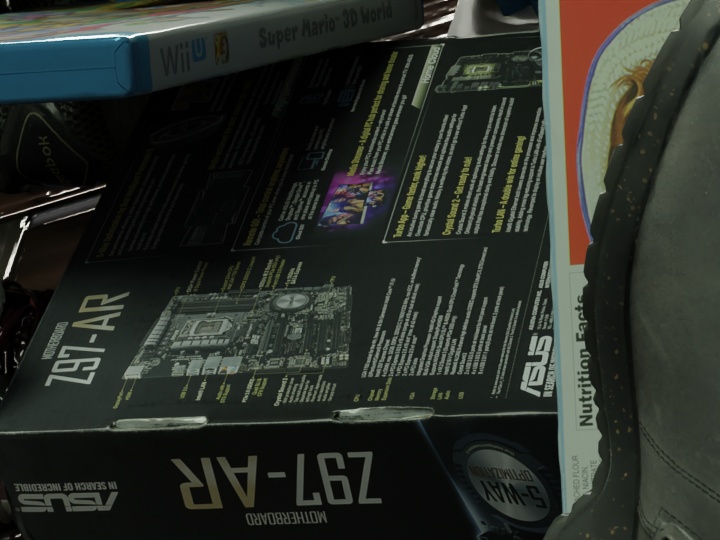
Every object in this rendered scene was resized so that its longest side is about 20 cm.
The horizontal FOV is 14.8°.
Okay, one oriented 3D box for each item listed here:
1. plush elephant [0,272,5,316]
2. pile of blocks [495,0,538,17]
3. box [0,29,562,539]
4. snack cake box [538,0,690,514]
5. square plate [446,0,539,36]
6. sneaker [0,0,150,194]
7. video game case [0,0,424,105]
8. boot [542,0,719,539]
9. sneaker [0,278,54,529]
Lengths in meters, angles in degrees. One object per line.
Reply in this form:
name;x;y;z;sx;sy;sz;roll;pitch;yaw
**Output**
plush elephant;-0.169;0.047;0.745;0.155;0.200;0.165;19;85;1
pile of blocks;0.081;-0.120;0.869;0.200;0.062;0.082;3;45;40
box;0.000;0.000;0.790;0.160;0.044;0.200;-4;33;14
snack cake box;0.108;-0.022;0.662;0.115;0.067;0.200;-4;85;33
square plate;0.119;-0.128;0.932;0.200;0.028;0.198;-12;38;24
sneaker;-0.105;-0.101;1.019;0.114;0.076;0.200;-11;43;16
video game case;-0.084;-0.066;0.815;0.143;0.018;0.200;-1;9;24
boot;0.113;0.039;0.585;0.132;0.200;0.070;18;18;29
sneaker;-0.147;0.019;0.857;0.200;0.116;0.076;-10;38;27
